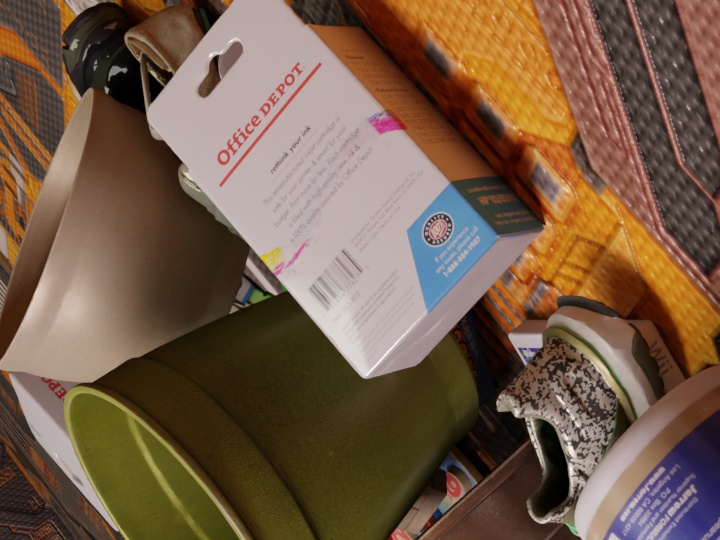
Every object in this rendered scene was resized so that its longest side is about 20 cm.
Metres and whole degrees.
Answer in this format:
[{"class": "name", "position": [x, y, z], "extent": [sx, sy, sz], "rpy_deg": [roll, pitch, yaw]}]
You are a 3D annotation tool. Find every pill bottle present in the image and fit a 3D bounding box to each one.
[{"class": "pill bottle", "position": [0.205, 0.148, 0.850], "extent": [0.200, 0.116, 0.116], "rpy_deg": [45, 158, 24]}]

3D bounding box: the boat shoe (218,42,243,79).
[{"class": "boat shoe", "position": [-0.019, -0.056, 1.107], "extent": [0.200, 0.071, 0.070], "rpy_deg": [51, 166, 21]}]

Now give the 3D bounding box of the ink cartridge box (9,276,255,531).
[{"class": "ink cartridge box", "position": [-0.154, 0.092, 1.459], "extent": [0.145, 0.200, 0.085], "rpy_deg": [39, 156, 36]}]

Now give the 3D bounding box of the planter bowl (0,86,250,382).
[{"class": "planter bowl", "position": [-0.155, -0.008, 1.258], "extent": [0.135, 0.200, 0.200], "rpy_deg": [20, 167, -15]}]

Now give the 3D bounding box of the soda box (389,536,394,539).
[{"class": "soda box", "position": [0.051, 0.262, 1.470], "extent": [0.200, 0.064, 0.068], "rpy_deg": [39, 155, 39]}]

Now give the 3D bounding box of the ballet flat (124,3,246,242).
[{"class": "ballet flat", "position": [-0.098, -0.081, 1.179], "extent": [0.067, 0.062, 0.200], "rpy_deg": [95, 153, -63]}]

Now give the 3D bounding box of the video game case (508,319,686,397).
[{"class": "video game case", "position": [0.169, 0.114, 1.025], "extent": [0.200, 0.018, 0.143], "rpy_deg": [58, 161, -11]}]

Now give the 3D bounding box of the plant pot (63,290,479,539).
[{"class": "plant pot", "position": [-0.039, 0.096, 1.094], "extent": [0.200, 0.193, 0.200], "rpy_deg": [40, 152, 26]}]

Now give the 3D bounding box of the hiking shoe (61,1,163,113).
[{"class": "hiking shoe", "position": [-0.160, -0.095, 1.353], "extent": [0.101, 0.076, 0.200], "rpy_deg": [40, 155, 43]}]

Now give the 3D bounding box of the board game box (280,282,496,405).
[{"class": "board game box", "position": [0.000, 0.000, 1.200], "extent": [0.200, 0.034, 0.135], "rpy_deg": [33, 151, 46]}]

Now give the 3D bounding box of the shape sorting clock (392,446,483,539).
[{"class": "shape sorting clock", "position": [0.056, 0.179, 1.359], "extent": [0.200, 0.039, 0.200], "rpy_deg": [46, 159, 23]}]

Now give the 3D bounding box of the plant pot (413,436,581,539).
[{"class": "plant pot", "position": [0.102, 0.234, 1.118], "extent": [0.198, 0.200, 0.200], "rpy_deg": [49, 160, 7]}]

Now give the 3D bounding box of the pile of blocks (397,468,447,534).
[{"class": "pile of blocks", "position": [-0.008, 0.156, 1.214], "extent": [0.082, 0.200, 0.062], "rpy_deg": [41, 123, 13]}]

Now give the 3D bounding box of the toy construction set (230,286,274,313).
[{"class": "toy construction set", "position": [-0.042, 0.075, 1.272], "extent": [0.131, 0.092, 0.200], "rpy_deg": [23, -160, -18]}]

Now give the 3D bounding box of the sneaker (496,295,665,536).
[{"class": "sneaker", "position": [0.124, 0.113, 0.964], "extent": [0.077, 0.089, 0.200], "rpy_deg": [17, 138, 60]}]

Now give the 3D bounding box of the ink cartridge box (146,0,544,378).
[{"class": "ink cartridge box", "position": [-0.011, -0.054, 1.007], "extent": [0.200, 0.115, 0.068], "rpy_deg": [49, -156, 15]}]
